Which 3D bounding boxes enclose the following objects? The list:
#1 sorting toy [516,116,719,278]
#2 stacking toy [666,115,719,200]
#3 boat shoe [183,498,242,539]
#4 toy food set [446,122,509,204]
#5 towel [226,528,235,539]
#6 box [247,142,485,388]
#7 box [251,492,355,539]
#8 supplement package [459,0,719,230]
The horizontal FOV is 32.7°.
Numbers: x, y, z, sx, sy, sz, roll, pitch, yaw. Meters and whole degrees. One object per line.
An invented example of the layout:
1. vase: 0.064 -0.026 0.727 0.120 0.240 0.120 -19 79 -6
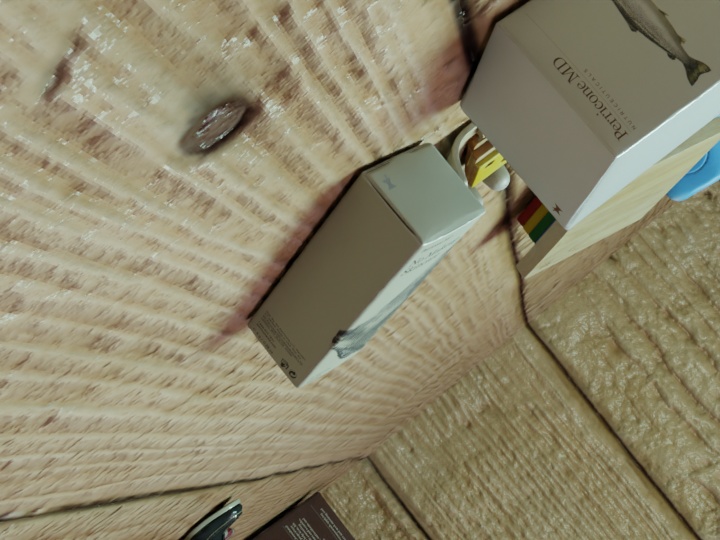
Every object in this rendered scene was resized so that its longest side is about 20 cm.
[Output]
1. sorting toy: 0.273 -0.099 1.360 0.199 0.070 0.199 -25 163 -30
2. stacking toy: 0.414 -0.182 1.474 0.116 0.110 0.200 -34 -174 41
3. boat shoe: -0.228 0.409 1.779 0.199 0.066 0.074 -43 168 18
4. toy food set: 0.142 -0.101 0.981 0.200 0.060 0.144 -37 169 -14
5. towel: -0.275 0.465 1.970 0.144 0.023 0.200 -41 171 -2
6. box: 0.000 0.000 0.902 0.082 0.068 0.200 -29 165 -42
7. box: -0.133 0.595 2.515 0.200 0.166 0.164 -30 166 -38
8. supplement package: 0.184 -0.142 0.814 0.200 0.117 0.117 -36 169 -18
